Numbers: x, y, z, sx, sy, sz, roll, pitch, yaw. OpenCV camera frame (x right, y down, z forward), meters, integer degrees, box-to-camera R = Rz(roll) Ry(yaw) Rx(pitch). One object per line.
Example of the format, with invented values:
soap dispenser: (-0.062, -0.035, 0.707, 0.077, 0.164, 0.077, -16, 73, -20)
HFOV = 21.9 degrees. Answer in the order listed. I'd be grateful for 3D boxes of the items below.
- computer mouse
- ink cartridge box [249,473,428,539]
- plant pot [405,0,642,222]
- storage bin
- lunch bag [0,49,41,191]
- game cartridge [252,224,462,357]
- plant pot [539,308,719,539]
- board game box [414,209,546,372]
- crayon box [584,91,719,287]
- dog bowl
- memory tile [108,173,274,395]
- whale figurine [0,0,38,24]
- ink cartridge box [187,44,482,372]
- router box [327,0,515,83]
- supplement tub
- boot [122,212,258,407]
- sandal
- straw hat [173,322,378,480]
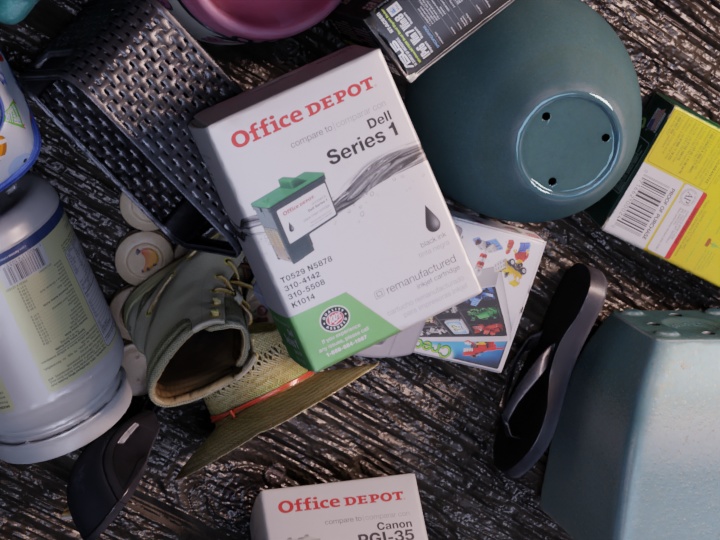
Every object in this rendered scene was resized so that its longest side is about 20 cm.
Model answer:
computer mouse: (-0.217, 0.164, 1.520, 0.046, 0.200, 0.140, 38, 118, -10)
ink cartridge box: (-0.010, 0.286, 1.610, 0.146, 0.200, 0.083, -5, 152, -12)
plant pot: (0.149, -0.122, 1.532, 0.200, 0.135, 0.200, -5, 112, -12)
storage bin: (-0.152, -0.113, 1.445, 0.094, 0.135, 0.200, -49, 114, -16)
lunch bag: (-0.347, -0.093, 1.401, 0.200, 0.160, 0.076, -34, 154, 6)
game cartridge: (0.000, 0.000, 1.496, 0.200, 0.041, 0.133, 21, 96, -52)
plant pot: (0.284, 0.140, 1.645, 0.196, 0.196, 0.200, -1, 101, -14)
board game box: (0.048, 0.006, 1.607, 0.200, 0.035, 0.126, 14, 102, -19)
crayon box: (0.315, -0.057, 1.645, 0.200, 0.051, 0.127, 25, 103, -21)
dog bowl: (-0.080, -0.265, 1.423, 0.200, 0.074, 0.200, -11, 112, -28)
memory tile: (-0.136, 0.013, 1.577, 0.153, 0.017, 0.200, 2, 110, -15)
whale figurine: (-0.280, -0.256, 1.389, 0.200, 0.104, 0.159, -13, 114, -7)
ink cartridge box: (-0.020, -0.048, 1.371, 0.146, 0.084, 0.200, -26, 102, -9)
router box: (0.058, -0.219, 1.431, 0.150, 0.200, 0.062, -39, 104, -2)
supplement tub: (-0.275, 0.038, 1.480, 0.145, 0.145, 0.200, -23, 114, -5)
boot: (-0.101, 0.015, 1.492, 0.200, 0.155, 0.072, -40, 115, 4)
sandal: (0.156, 0.085, 1.652, 0.043, 0.076, 0.200, 19, 94, -22)
straw hat: (-0.088, 0.089, 1.546, 0.201, 0.201, 0.085, -30, 90, -2)
